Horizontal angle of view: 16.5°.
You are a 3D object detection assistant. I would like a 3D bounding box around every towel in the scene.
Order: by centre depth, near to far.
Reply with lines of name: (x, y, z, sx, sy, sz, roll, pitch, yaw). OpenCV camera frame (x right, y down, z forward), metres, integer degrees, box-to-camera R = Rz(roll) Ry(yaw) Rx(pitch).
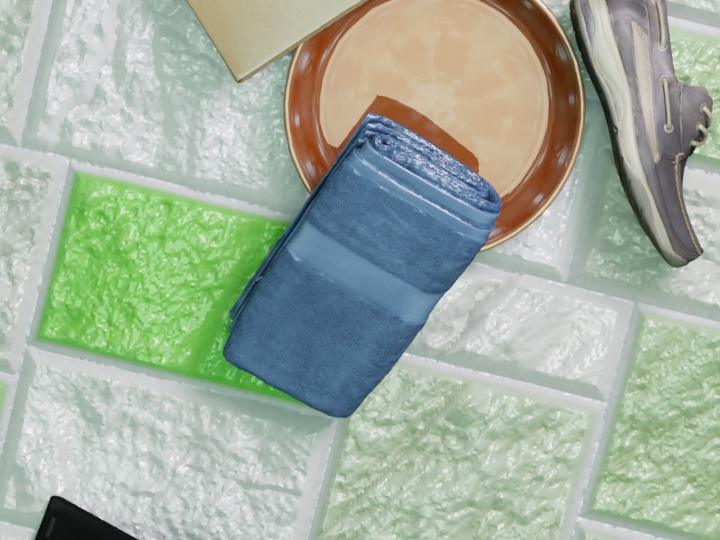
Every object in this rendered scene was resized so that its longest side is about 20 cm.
towel: (0.000, 0.000, 1.632, 0.112, 0.049, 0.200, 31, 117, -9)

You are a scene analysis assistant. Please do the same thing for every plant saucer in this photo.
plant saucer: (0.049, -0.108, 1.651, 0.200, 0.032, 0.201, 0, 99, -1)

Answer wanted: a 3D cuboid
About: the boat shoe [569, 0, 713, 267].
boat shoe: (0.197, -0.101, 1.632, 0.073, 0.075, 0.200, -18, 100, 3)

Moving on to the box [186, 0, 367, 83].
box: (-0.065, -0.249, 1.615, 0.163, 0.021, 0.200, -33, 88, 4)

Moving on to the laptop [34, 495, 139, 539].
laptop: (-0.140, 0.279, 1.724, 0.200, 0.116, 0.188, 25, 99, 25)
